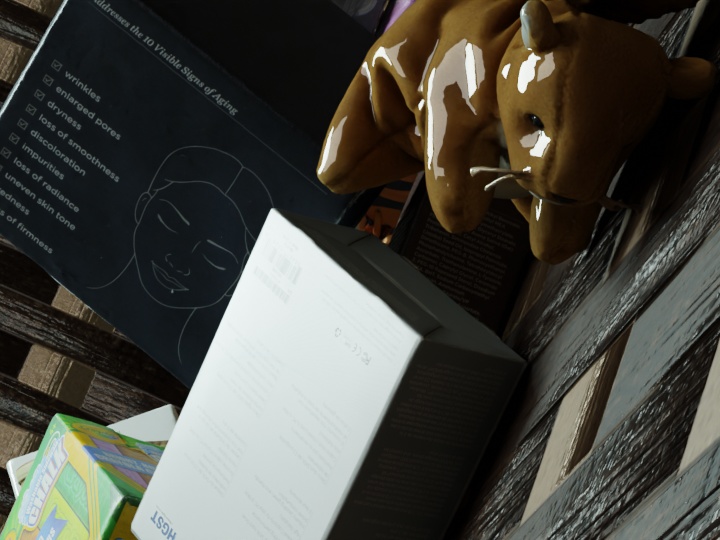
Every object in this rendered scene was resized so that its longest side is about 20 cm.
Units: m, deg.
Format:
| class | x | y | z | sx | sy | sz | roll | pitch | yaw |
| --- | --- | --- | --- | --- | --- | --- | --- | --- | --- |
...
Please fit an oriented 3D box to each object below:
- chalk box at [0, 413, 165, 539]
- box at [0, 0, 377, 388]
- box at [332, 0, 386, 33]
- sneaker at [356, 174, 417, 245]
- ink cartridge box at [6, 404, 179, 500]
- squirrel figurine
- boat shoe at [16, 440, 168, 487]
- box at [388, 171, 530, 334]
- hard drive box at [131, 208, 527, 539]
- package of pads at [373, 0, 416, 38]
| class | x | y | z | sx | sy | sz | roll | pitch | yaw |
| --- | --- | --- | --- | --- | --- | --- | --- | --- | --- |
| chalk box | -0.146 | 0.174 | 1.608 | 0.125 | 0.123 | 0.200 | -67 | 27 | 6 |
| box | -0.094 | -0.072 | 1.505 | 0.197 | 0.200 | 0.124 | -53 | -3 | 39 |
| box | -0.003 | -0.197 | 1.737 | 0.162 | 0.049 | 0.200 | -66 | 4 | -20 |
| sneaker | 0.017 | 0.005 | 1.601 | 0.078 | 0.112 | 0.201 | 120 | 172 | -58 |
| ink cartridge box | -0.149 | 0.222 | 1.804 | 0.129 | 0.125 | 0.201 | 74 | 176 | -59 |
| squirrel figurine | 0.090 | -0.106 | 1.199 | 0.187 | 0.141 | 0.201 | 168 | 124 | -77 |
| boat shoe | -0.137 | 0.145 | 1.728 | 0.071 | 0.199 | 0.065 | 7 | -102 | -66 |
| box | 0.041 | 0.022 | 1.497 | 0.100 | 0.075 | 0.201 | 130 | 162 | -76 |
| hard drive box | -0.022 | 0.093 | 1.366 | 0.156 | 0.077 | 0.201 | 42 | 111 | 48 |
| package of pads | 0.091 | -0.190 | 1.689 | 0.076 | 0.120 | 0.201 | -49 | 17 | 58 |
